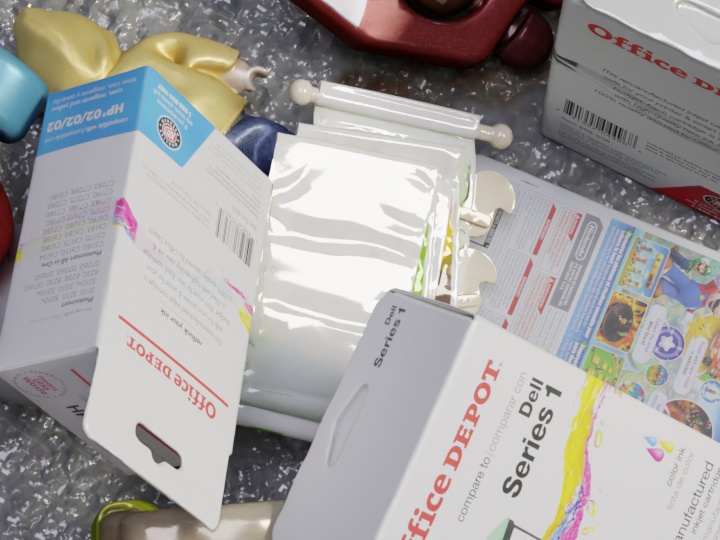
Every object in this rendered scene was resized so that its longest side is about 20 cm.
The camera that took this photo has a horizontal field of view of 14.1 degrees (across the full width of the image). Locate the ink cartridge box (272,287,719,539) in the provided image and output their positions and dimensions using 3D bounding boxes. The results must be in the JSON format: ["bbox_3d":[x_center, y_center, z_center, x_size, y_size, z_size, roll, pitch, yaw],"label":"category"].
[{"bbox_3d":[0.077,0.116,1.425,0.199,0.084,0.145,28,84,-32],"label":"ink cartridge box"}]

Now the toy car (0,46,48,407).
[{"bbox_3d":[-0.190,0.008,1.505,0.200,0.177,0.185,36,79,-19],"label":"toy car"}]

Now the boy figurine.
[{"bbox_3d":[-0.106,-0.070,1.553,0.199,0.064,0.125,30,76,9],"label":"boy figurine"}]

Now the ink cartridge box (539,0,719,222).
[{"bbox_3d":[0.177,-0.106,1.493,0.144,0.200,0.084,27,75,7],"label":"ink cartridge box"}]

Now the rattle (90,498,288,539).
[{"bbox_3d":[-0.030,0.168,1.466,0.199,0.130,0.144,-1,68,-23],"label":"rattle"}]

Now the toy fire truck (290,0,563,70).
[{"bbox_3d":[0.058,-0.198,1.577,0.168,0.112,0.201,36,77,-9],"label":"toy fire truck"}]

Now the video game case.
[{"bbox_3d":[0.124,0.039,1.545,0.199,0.018,0.144,22,74,7],"label":"video game case"}]

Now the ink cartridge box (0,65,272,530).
[{"bbox_3d":[-0.111,0.019,1.414,0.068,0.115,0.201,-12,54,30],"label":"ink cartridge box"}]

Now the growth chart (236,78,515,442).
[{"bbox_3d":[0.000,0.000,1.512,0.144,0.018,0.201,20,80,-17],"label":"growth chart"}]
